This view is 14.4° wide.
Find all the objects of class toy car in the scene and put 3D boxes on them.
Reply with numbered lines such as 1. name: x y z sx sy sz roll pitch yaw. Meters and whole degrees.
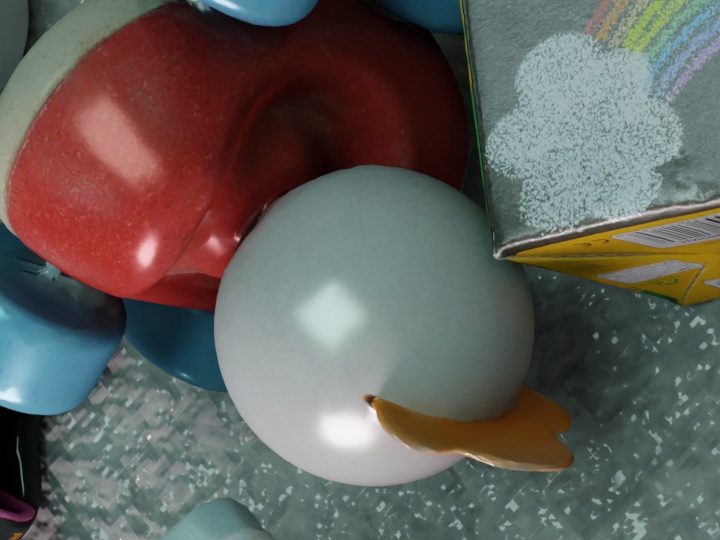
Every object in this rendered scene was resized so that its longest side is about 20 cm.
1. toy car: 0.000 0.000 0.868 0.200 0.177 0.185 45 117 26

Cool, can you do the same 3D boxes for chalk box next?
1. chalk box: 0.108 -0.104 0.845 0.124 0.124 0.201 -13 76 31

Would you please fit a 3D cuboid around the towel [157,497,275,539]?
1. towel: -0.051 0.197 0.868 0.171 0.048 0.200 48 112 26

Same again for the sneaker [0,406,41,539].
1. sneaker: -0.163 0.085 1.020 0.086 0.080 0.200 32 106 21

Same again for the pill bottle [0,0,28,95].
1. pill bottle: -0.208 -0.103 0.997 0.109 0.200 0.110 -5 81 32
